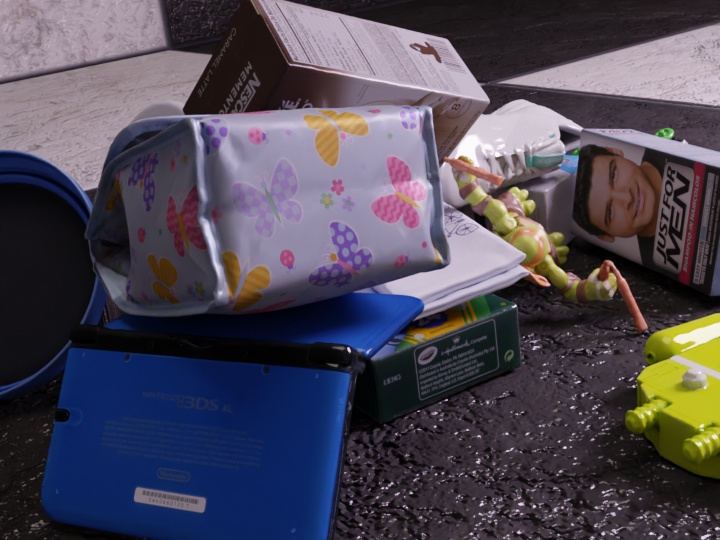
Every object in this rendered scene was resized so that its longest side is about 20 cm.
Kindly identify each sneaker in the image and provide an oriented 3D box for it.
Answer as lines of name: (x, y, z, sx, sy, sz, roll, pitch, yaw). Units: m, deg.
sneaker: (0.137, -0.105, 0.941, 0.088, 0.076, 0.199, 18, 36, 34)

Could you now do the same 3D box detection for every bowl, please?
bowl: (-0.291, 0.006, 0.827, 0.197, 0.204, 0.039, -5, -17, 8)

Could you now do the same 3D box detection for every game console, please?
game console: (-0.075, 0.083, 0.653, 0.197, 0.174, 0.118, 2, -14, 26)

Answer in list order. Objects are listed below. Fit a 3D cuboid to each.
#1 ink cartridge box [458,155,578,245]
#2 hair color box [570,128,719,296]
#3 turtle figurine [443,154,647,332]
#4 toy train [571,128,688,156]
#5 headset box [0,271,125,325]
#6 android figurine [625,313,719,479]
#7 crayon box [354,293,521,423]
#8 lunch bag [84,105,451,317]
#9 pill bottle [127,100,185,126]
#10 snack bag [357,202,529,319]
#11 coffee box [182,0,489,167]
ink cartridge box: (0.123, -0.072, 1.045, 0.198, 0.068, 0.115, 8, 26, 37)
hair color box: (0.260, -0.056, 0.890, 0.060, 0.101, 0.200, -3, 17, -21)
turtle figurine: (0.140, -0.016, 0.846, 0.199, 0.065, 0.161, 38, 10, 4)
toy train: (0.233, -0.099, 1.062, 0.198, 0.042, 0.057, -9, 35, 39)
headset box: (-0.273, 0.011, 0.949, 0.146, 0.078, 0.200, -5, 21, 8)
android figurine: (0.252, 0.074, 0.638, 0.197, 0.042, 0.182, -15, 21, -24)
crayon box: (0.012, 0.040, 0.800, 0.124, 0.052, 0.199, -18, 22, -27)
lunch bag: (-0.069, -0.039, 0.663, 0.168, 0.129, 0.199, -9, 0, -31)
pill bottle: (-0.135, -0.085, 1.028, 0.110, 0.113, 0.199, 5, -6, 32)
snack bag: (0.000, 0.000, 0.786, 0.197, 0.022, 0.189, -20, 25, -11)
coffee box: (-0.016, -0.124, 0.791, 0.198, 0.115, 0.080, 1, 48, -41)
